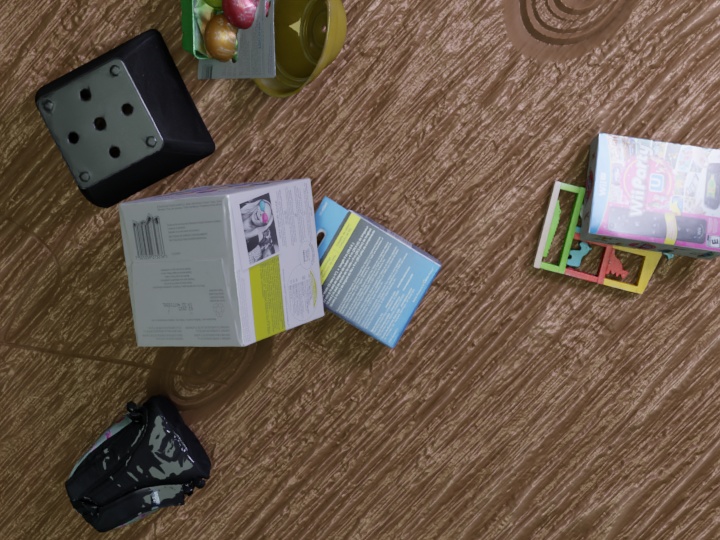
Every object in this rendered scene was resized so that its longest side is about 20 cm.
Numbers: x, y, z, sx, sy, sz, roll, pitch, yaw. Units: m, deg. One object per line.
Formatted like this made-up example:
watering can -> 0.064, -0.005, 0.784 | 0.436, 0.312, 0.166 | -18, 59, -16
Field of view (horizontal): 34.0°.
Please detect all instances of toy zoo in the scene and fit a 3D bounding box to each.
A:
toy zoo -> 0.364, -0.045, 1.734 | 0.197, 0.020, 0.133 | 14, 98, 0

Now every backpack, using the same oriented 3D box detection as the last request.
backpack -> -0.335, 0.300, 1.760 | 0.199, 0.127, 0.168 | -36, 85, 8

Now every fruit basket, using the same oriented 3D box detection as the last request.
fruit basket -> -0.170, -0.359, 1.627 | 0.199, 0.093, 0.188 | 7, 102, 46

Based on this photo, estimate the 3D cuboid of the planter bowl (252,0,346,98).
planter bowl -> -0.078, -0.342, 1.652 | 0.083, 0.199, 0.203 | -4, 102, -42

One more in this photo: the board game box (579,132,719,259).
board game box -> 0.423, -0.105, 1.685 | 0.197, 0.064, 0.150 | 8, 83, 0

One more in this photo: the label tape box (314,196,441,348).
label tape box -> 0.000, 0.000, 1.733 | 0.199, 0.066, 0.144 | 31, 98, 0

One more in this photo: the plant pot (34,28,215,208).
plant pot -> -0.344, -0.207, 1.656 | 0.198, 0.177, 0.202 | -26, 98, 6

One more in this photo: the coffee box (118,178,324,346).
coffee box -> -0.189, -0.013, 1.638 | 0.198, 0.197, 0.203 | -1, 100, 33
